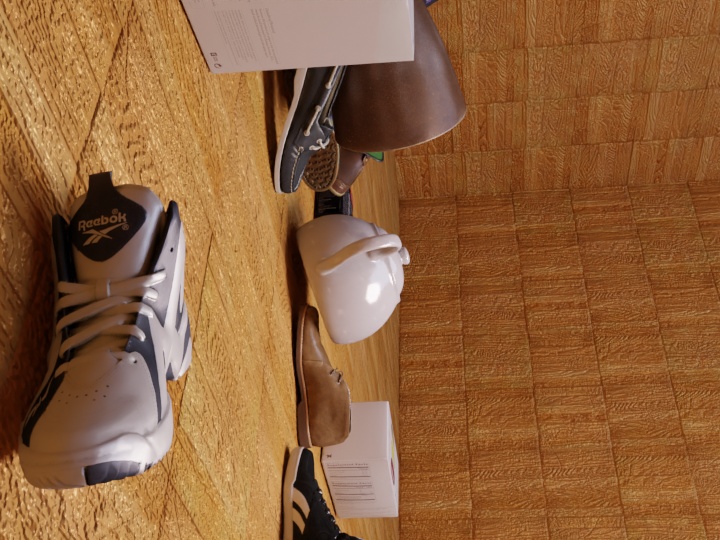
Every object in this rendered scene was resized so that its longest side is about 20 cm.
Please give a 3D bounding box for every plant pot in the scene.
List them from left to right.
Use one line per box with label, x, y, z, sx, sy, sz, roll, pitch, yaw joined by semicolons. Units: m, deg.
plant pot;0.032;-0.288;1.188;0.188;0.185;0.202;-83;161;-58

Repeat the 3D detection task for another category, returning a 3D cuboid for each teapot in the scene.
teapot;0.000;0.000;1.282;0.201;0.145;0.199;-109;180;-58

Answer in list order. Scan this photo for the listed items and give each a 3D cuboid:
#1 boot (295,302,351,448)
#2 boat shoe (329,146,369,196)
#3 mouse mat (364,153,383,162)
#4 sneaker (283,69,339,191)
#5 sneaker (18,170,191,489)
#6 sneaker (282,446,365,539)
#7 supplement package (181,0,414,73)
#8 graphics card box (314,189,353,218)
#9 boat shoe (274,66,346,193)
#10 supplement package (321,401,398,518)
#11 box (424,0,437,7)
boot;-0.051;0.144;1.258;0.074;0.075;0.202;-9;95;-81
boat shoe;-0.015;-0.204;1.504;0.072;0.067;0.201;46;38;-24
mouse mat;-0.022;-0.278;1.501;0.008;0.160;0.201;-42;-149;37
sneaker;-0.063;-0.226;1.328;0.090;0.066;0.202;-74;158;-56
sneaker;-0.135;0.018;0.475;0.199;0.079;0.131;-74;159;-73
sneaker;-0.038;0.317;1.116;0.073;0.111;0.202;80;10;-57
supplement package;-0.056;-0.296;0.802;0.192;0.198;0.149;75;13;-65
graphics card box;-0.044;-0.074;1.536;0.126;0.050;0.202;77;10;-56
boat shoe;-0.062;-0.187;1.141;0.076;0.060;0.202;-63;168;-68
supplement package;0.003;0.322;1.523;0.201;0.108;0.115;80;9;-49
box;0.017;-0.505;1.489;0.200;0.132;0.115;43;-21;30
